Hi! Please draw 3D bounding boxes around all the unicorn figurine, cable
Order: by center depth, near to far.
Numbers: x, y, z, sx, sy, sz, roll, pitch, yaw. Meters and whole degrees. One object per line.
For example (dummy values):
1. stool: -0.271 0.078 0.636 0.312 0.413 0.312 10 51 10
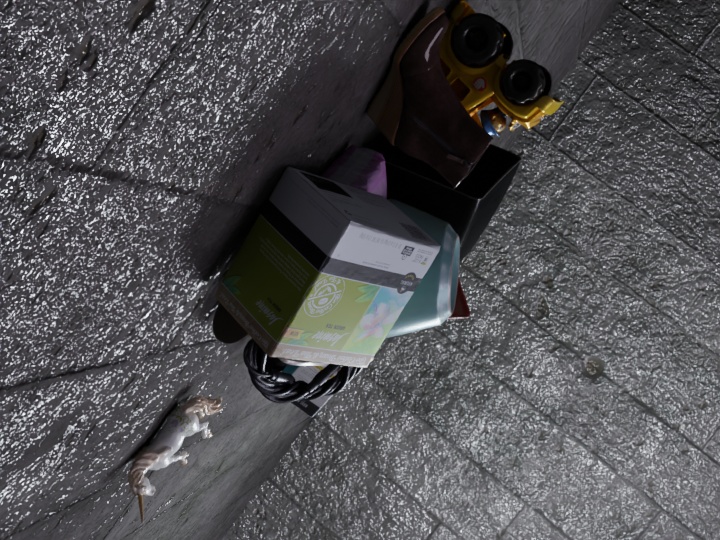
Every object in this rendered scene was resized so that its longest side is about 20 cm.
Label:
1. cable: -0.084 0.123 1.581 0.198 0.051 0.164 -4 128 -32
2. unicorn figurine: -0.294 0.273 1.668 0.202 0.073 0.137 -67 163 -1

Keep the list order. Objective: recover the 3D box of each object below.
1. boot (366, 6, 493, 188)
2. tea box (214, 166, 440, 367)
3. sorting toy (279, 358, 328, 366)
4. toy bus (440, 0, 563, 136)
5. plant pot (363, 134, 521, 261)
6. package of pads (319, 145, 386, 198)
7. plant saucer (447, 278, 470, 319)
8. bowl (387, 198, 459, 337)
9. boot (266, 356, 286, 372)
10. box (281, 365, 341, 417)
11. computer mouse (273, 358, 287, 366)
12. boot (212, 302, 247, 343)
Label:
1. boot: 0.111 -0.225 1.425 0.072 0.166 0.201 -43 168 -49
2. tea box: -0.040 0.002 1.372 0.199 0.134 0.198 11 116 -51
3. sorting toy: -0.090 0.070 1.677 0.106 0.202 0.179 -20 176 31
4. toy bus: 0.163 -0.252 1.550 0.192 0.200 0.136 -46 173 14
5. plant pot: 0.107 -0.104 1.690 0.199 0.198 0.179 -42 152 -54
6. package of pads: -0.016 -0.062 1.534 0.121 0.075 0.201 -45 147 -36
7. plant saucer: 0.061 0.002 1.764 0.198 0.201 0.037 0 147 -26
8. bowl: 0.084 0.002 1.546 0.201 0.104 0.203 4 90 -81
9. boot: -0.079 0.130 1.955 0.198 0.077 0.168 -7 -171 21
10. box: -0.051 0.147 1.822 0.200 0.082 0.049 -48 -161 18
11. computer mouse: -0.069 0.086 1.800 0.200 0.034 0.059 -48 162 5
12. boot: -0.126 0.023 1.544 0.187 0.064 0.200 -53 175 1
